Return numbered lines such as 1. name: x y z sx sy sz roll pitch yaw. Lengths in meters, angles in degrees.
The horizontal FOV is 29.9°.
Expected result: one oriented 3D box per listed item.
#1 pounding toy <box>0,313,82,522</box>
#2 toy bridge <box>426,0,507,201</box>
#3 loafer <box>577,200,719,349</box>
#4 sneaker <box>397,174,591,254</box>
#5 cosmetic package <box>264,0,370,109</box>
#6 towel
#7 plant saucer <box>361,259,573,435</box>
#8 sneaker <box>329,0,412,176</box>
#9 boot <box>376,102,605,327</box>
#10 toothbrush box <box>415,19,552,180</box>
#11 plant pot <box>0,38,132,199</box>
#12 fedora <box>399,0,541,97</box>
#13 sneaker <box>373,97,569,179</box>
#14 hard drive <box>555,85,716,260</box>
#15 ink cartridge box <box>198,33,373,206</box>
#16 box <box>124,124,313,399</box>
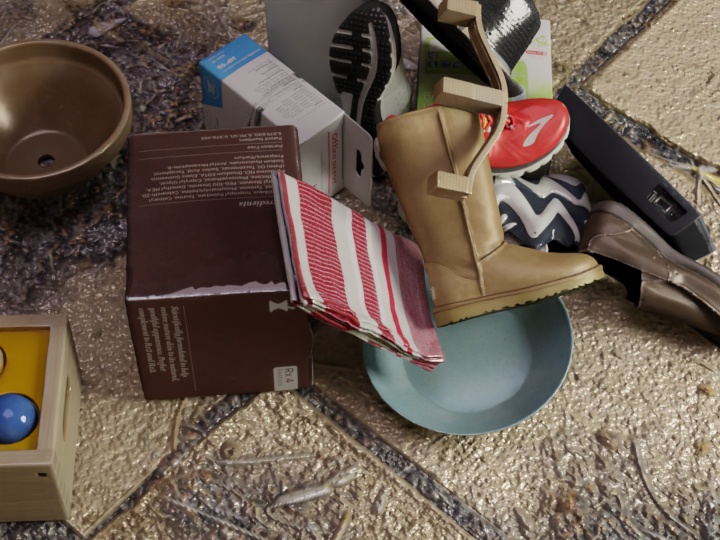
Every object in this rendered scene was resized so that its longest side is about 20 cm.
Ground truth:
1. pounding toy: -0.352 0.102 1.199 0.183 0.142 0.201 -1 53 -3
2. toy bridge: 0.100 -0.159 1.236 0.067 0.027 0.201 11 70 -16
3. loafer: 0.291 0.019 1.317 0.200 0.073 0.071 38 69 8
4. sneaker: 0.140 -0.035 1.357 0.198 0.080 0.130 6 43 -10
5. cosmetic package: -0.039 -0.259 1.449 0.112 0.200 0.081 12 53 7
6. towel: 0.000 0.000 1.221 0.023 0.200 0.144 -31 53 27
7. plant saucer: 0.102 0.074 1.290 0.200 0.039 0.202 -2 58 4
8. sneaker: 0.016 -0.198 1.411 0.074 0.200 0.080 22 47 21
9. boot: 0.122 -0.062 1.258 0.175 0.066 0.201 -14 86 -6
10. toothbrush box: 0.132 -0.180 1.466 0.145 0.086 0.200 4 51 1
11. plant pot: -0.336 -0.143 1.420 0.200 0.093 0.201 0 53 -1
12. fedora: 0.111 -0.269 1.357 0.092 0.201 0.201 -45 61 5
13. sneaker: 0.112 -0.135 1.328 0.199 0.085 0.077 -12 66 -3
14. hard drive: 0.275 -0.094 1.380 0.042 0.135 0.200 -43 64 5
15. ink cartridge box: -0.078 -0.141 1.410 0.068 0.116 0.200 -37 61 -25
16. box: -0.132 -0.009 1.276 0.164 0.166 0.201 -3 52 -4
